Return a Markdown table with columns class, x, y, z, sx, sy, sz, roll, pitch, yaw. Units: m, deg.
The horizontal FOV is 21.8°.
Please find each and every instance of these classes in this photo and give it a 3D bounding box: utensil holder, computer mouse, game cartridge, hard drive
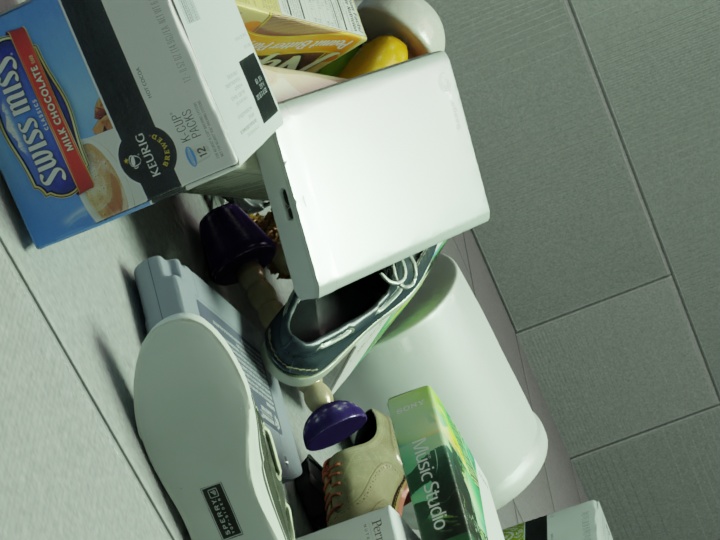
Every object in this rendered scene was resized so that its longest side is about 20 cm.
| class | x | y | z | sx | sy | sz | roll | pitch | yaw |
| --- | --- | --- | --- | --- | --- | --- | --- | --- | --- |
| utensil holder | 0.056 | 0.108 | 1.706 | 0.170 | 0.169 | 0.200 | -94 | 158 | -63 |
| computer mouse | -0.042 | 0.139 | 1.456 | 0.059 | 0.034 | 0.201 | -86 | 154 | -68 |
| game cartridge | -0.094 | 0.080 | 1.274 | 0.200 | 0.041 | 0.133 | 49 | 18 | -66 |
| hard drive | 0.010 | -0.071 | 1.319 | 0.200 | 0.026 | 0.132 | -24 | 102 | -47 |

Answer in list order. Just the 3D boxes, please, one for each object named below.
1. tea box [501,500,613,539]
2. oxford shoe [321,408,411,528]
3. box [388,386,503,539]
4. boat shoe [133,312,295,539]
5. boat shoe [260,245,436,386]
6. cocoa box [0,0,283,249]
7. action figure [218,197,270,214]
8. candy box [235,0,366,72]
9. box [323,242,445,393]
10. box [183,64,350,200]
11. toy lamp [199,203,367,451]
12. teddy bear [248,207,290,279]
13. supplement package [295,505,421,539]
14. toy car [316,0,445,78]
| class | x | y | z | sx | sy | sz | roll | pitch | yaw |
| --- | --- | --- | --- | --- | --- | --- | --- | --- | --- |
| tea box | 0.138 | 0.315 | 1.612 | 0.200 | 0.196 | 0.134 | -68 | 137 | -78 |
| oxford shoe | -0.009 | 0.181 | 1.413 | 0.075 | 0.070 | 0.200 | 43 | 34 | -6 |
| box | 0.075 | 0.196 | 1.261 | 0.144 | 0.036 | 0.200 | 59 | 12 | -51 |
| boat shoe | -0.087 | 0.117 | 1.144 | 0.064 | 0.070 | 0.201 | -76 | 153 | -74 |
| boat shoe | 0.000 | 0.000 | 1.363 | 0.075 | 0.200 | 0.062 | 42 | -31 | 8 |
| cocoa box | -0.140 | -0.110 | 1.114 | 0.200 | 0.131 | 0.134 | -67 | 135 | -78 |
| action figure | -0.112 | -0.101 | 1.483 | 0.130 | 0.069 | 0.200 | 60 | 6 | -7 |
| candy box | -0.101 | -0.175 | 1.336 | 0.200 | 0.115 | 0.055 | 4 | 63 | -55 |
| box | 0.013 | 0.026 | 1.509 | 0.036 | 0.144 | 0.200 | 39 | -18 | 3 |
| box | -0.069 | -0.096 | 1.323 | 0.200 | 0.095 | 0.078 | 4 | 80 | -49 |
| toy lamp | -0.064 | 0.039 | 1.411 | 0.200 | 0.058 | 0.058 | 62 | 6 | 20 |
| teddy bear | -0.038 | -0.034 | 1.554 | 0.200 | 0.144 | 0.067 | -31 | 111 | -76 |
| supplement package | 0.015 | 0.283 | 1.223 | 0.156 | 0.111 | 0.201 | 55 | 16 | -58 |
| toy car | 0.006 | -0.130 | 1.574 | 0.150 | 0.175 | 0.200 | 42 | -14 | -18 |
